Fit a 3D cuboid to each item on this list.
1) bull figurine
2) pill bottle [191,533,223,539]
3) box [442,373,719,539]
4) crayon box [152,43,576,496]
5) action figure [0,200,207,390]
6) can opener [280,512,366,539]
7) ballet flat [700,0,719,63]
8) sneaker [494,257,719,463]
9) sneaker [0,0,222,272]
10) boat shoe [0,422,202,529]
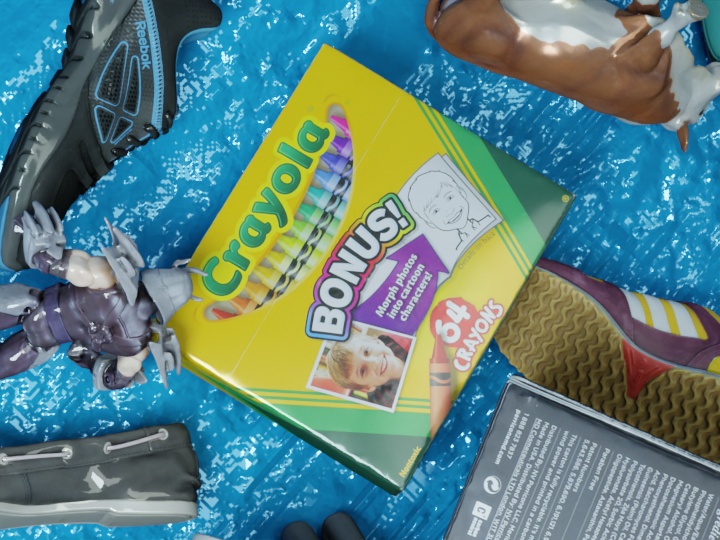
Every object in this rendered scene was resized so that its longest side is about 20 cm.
[{"bbox_3d":[0.140,-0.142,1.390,0.199,0.122,0.065,14,49,-10],"label":"bull figurine"},{"bbox_3d":[-0.091,0.250,1.256,0.112,0.112,0.201,27,78,-15],"label":"pill bottle"},{"bbox_3d":[0.149,0.159,1.311,0.196,0.200,0.125,22,84,6],"label":"box"},{"bbox_3d":[0.000,0.000,1.347,0.172,0.058,0.201,31,80,2],"label":"crayon box"},{"bbox_3d":[-0.179,0.026,1.274,0.199,0.070,0.131,-15,122,5],"label":"action figure"},{"bbox_3d":[0.004,0.214,1.309,0.052,0.200,0.067,-9,127,-18],"label":"can opener"},{"bbox_3d":[0.256,-0.128,1.454,0.064,0.067,0.201,-14,95,-51],"label":"ballet flat"},{"bbox_3d":[0.167,0.046,1.419,0.199,0.090,0.075,32,119,6],"label":"sneaker"},{"bbox_3d":[-0.146,-0.085,1.317,0.082,0.073,0.201,27,83,-17],"label":"sneaker"},{"bbox_3d":[-0.187,0.114,1.311,0.199,0.067,0.057,3,73,-22],"label":"boat shoe"}]
